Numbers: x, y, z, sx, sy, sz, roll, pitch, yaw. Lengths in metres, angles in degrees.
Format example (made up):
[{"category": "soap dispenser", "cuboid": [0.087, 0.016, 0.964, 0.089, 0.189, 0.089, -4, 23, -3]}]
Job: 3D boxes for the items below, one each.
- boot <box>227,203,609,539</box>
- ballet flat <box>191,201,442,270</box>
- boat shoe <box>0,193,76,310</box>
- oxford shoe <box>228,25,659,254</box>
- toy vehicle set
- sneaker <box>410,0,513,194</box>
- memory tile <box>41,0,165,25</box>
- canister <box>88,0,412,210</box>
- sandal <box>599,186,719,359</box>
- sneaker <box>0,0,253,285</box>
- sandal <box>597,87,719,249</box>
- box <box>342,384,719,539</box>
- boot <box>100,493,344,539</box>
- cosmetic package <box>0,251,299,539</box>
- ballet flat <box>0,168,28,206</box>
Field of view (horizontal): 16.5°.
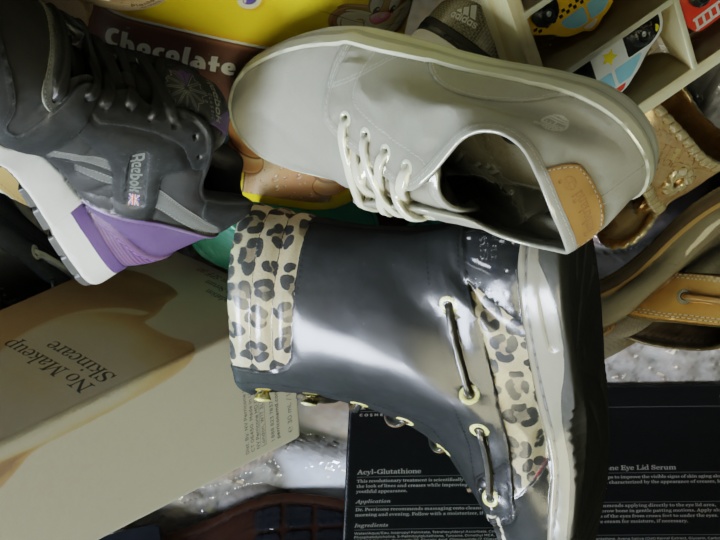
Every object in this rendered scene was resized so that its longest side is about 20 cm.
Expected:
[{"category": "boot", "cuboid": [0.027, 0.059, 1.072, 0.153, 0.074, 0.205, 6, 124, 17]}, {"category": "ballet flat", "cuboid": [0.000, 0.000, 1.155, 0.199, 0.068, 0.070, 30, 151, -22]}, {"category": "boat shoe", "cuboid": [-0.162, 0.011, 1.165, 0.075, 0.061, 0.200, -30, 124, 27]}, {"category": "oxford shoe", "cuboid": [0.019, -0.047, 0.944, 0.199, 0.058, 0.075, 12, 141, 39]}, {"category": "toy vehicle set", "cuboid": [0.134, -0.144, 0.961, 0.199, 0.027, 0.125, -35, 130, -12]}, {"category": "sneaker", "cuboid": [0.077, -0.082, 1.059, 0.075, 0.116, 0.201, 36, 170, 19]}, {"category": "memory tile", "cuboid": [-0.182, -0.119, 0.963, 0.199, 0.017, 0.153, -21, 139, 33]}, {"category": "canister", "cuboid": [-0.044, -0.128, 1.017, 0.147, 0.087, 0.201, 10, 134, -4]}, {"category": "sandal", "cuboid": [0.146, 0.015, 1.116, 0.199, 0.054, 0.080, -32, 159, -2]}, {"category": "sneaker", "cuboid": [-0.100, -0.070, 0.964, 0.087, 0.076, 0.200, -15, 152, 9]}, {"category": "sandal", "cuboid": [0.131, -0.064, 1.072, 0.069, 0.078, 0.213, 10, 126, -3]}, {"category": "box", "cuboid": [0.092, 0.131, 1.207, 0.198, 0.142, 0.079, -1, 135, 4]}, {"category": "boot", "cuboid": [-0.051, 0.172, 1.314, 0.198, 0.075, 0.097, -5, 150, 8]}, {"category": "cosmetic package", "cuboid": [-0.133, 0.064, 1.092, 0.105, 0.199, 0.072, 22, 126, 41]}, {"category": "ballet flat", "cuboid": [-0.174, -0.076, 1.091, 0.199, 0.069, 0.063, 36, 134, -15]}]
